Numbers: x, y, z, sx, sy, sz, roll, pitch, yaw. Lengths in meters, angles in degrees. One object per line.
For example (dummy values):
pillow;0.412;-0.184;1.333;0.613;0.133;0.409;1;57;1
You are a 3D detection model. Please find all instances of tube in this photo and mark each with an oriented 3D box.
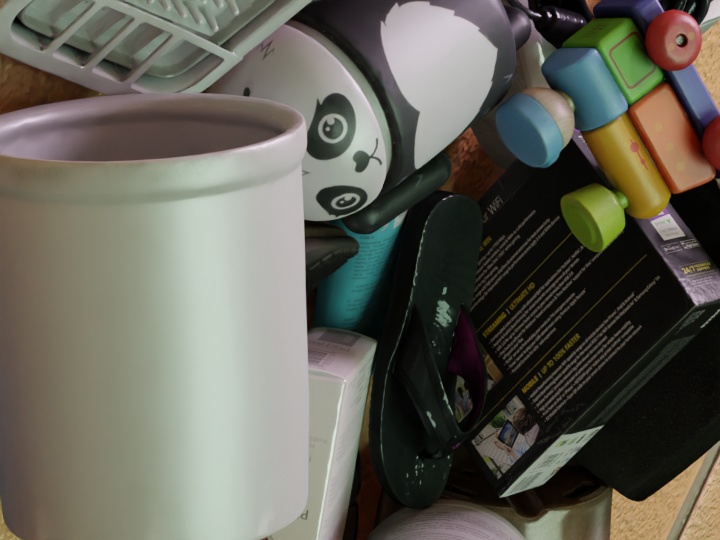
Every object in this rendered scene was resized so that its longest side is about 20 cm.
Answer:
tube;0.000;0.000;1.657;0.077;0.050;0.200;-26;138;-38

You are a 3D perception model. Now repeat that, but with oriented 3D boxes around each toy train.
toy train;0.166;-0.049;1.560;0.116;0.085;0.200;-38;110;-18

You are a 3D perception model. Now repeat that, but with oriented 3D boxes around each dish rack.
dish rack;-0.080;-0.168;1.359;0.200;0.044;0.172;-36;152;21

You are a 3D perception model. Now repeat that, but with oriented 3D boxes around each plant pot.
plant pot;0.083;0.218;1.808;0.200;0.200;0.198;-16;119;-48
plant pot;0.193;0.031;1.786;0.178;0.200;0.199;-60;168;26

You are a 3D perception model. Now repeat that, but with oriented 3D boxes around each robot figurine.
robot figurine;0.007;-0.112;1.504;0.200;0.150;0.125;-38;-179;-31

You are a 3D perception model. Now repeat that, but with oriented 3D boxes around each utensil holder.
utensil holder;-0.109;0.024;1.354;0.170;0.170;0.200;-18;112;-47

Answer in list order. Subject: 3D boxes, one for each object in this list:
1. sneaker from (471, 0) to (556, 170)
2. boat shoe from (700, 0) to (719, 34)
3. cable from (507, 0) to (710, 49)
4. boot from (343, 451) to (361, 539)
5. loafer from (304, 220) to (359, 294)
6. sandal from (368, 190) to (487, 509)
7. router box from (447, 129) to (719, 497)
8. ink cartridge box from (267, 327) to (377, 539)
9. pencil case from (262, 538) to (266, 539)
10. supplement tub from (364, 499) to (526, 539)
sneaker;0.122;-0.156;1.673;0.118;0.074;0.201;-32;136;-31
boat shoe;0.181;-0.155;1.760;0.200;0.060;0.076;-42;179;-40
cable;0.171;-0.215;1.600;0.163;0.051;0.200;24;93;-42
boot;-0.053;0.201;1.716;0.132;0.070;0.200;-24;136;-50
loafer;-0.060;-0.018;1.529;0.073;0.071;0.200;-39;170;13
sandal;0.047;0.053;1.642;0.075;0.048;0.201;-10;111;-47
router box;0.116;0.021;1.664;0.051;0.149;0.200;-11;150;-49
ink cartridge box;-0.035;0.142;1.582;0.161;0.050;0.200;-45;146;-81
pencil case;-0.106;0.093;1.546;0.200;0.086;0.083;63;25;-52
supplement tub;0.044;0.222;1.624;0.200;0.132;0.132;-54;165;-77
